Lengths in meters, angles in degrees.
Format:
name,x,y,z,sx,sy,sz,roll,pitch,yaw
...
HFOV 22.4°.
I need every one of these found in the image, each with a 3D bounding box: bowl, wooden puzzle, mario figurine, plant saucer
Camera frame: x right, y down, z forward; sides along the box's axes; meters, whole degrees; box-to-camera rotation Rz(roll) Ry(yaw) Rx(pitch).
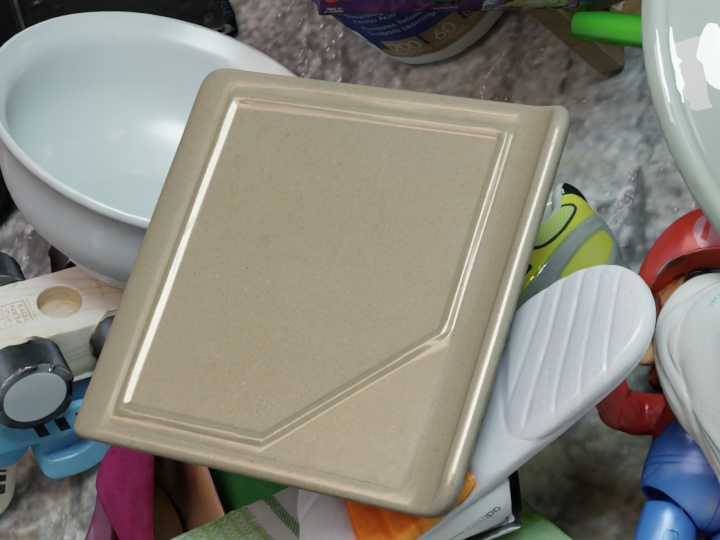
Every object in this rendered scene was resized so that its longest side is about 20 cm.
name,x,y,z,sx,sy,sz,roll,pitch,yaw
bowl,-0.115,-0.051,1.006,0.201,0.200,0.091,54,137,38
wooden puzzle,-0.017,0.005,0.794,0.199,0.037,0.186,8,69,31
mario figurine,0.151,0.067,0.779,0.106,0.123,0.201,-12,68,46
plant saucer,0.204,-0.080,0.744,0.050,0.199,0.201,-26,55,53

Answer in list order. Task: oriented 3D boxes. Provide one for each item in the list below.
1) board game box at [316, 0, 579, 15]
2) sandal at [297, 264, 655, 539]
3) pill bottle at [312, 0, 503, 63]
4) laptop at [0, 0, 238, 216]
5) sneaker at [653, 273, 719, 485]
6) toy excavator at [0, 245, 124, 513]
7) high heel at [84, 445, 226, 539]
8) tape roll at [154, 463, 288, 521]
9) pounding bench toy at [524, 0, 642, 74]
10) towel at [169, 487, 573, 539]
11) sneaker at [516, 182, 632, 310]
name,x,y,z,sx,sy,sz,roll,pitch,yaw
board game box,0.030,-0.207,0.835,0.119,0.032,0.201,-5,64,-5
sandal,0.056,0.076,0.772,0.206,0.059,0.079,-36,42,30
pill bottle,-0.008,-0.197,0.954,0.111,0.200,0.112,-15,62,32
laptop,-0.185,-0.153,1.194,0.199,0.103,0.178,-22,56,-2
sneaker,0.179,0.097,0.713,0.070,0.201,0.080,-28,7,-11
toy excavator,-0.202,0.093,1.049,0.194,0.201,0.100,-17,47,-22
high heel,-0.074,0.139,0.881,0.200,0.067,0.097,29,100,44
tape roll,-0.076,0.200,0.935,0.200,0.048,0.201,-15,63,31
pounding bench toy,0.140,-0.157,0.876,0.155,0.124,0.201,-18,61,30
towel,-0.015,0.144,0.808,0.199,0.031,0.149,-22,29,-18
sneaker,0.033,0.019,0.856,0.077,0.199,0.075,69,159,9
